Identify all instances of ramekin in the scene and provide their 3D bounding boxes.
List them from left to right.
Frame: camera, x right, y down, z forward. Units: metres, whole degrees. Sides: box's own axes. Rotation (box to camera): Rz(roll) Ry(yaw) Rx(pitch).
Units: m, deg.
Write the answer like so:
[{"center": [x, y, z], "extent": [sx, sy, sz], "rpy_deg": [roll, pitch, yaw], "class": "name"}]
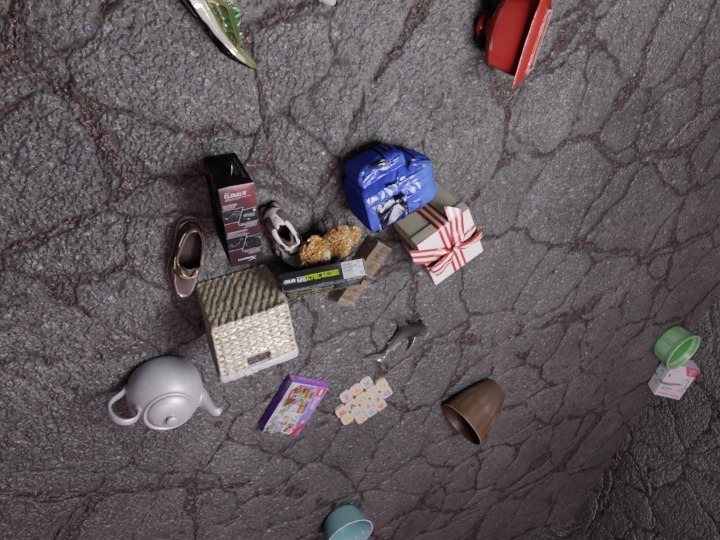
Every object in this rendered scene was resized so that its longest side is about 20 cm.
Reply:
[{"center": [1.478, 0.357, 2.524], "extent": [0.197, 0.098, 0.203], "rpy_deg": [-15, 129, -20], "class": "ramekin"}]

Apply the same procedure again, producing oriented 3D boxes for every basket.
[{"center": [-0.270, 0.119, 1.267], "extent": [0.195, 0.200, 0.163], "rpy_deg": [-17, 128, -17], "class": "basket"}]

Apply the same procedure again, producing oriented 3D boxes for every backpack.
[{"center": [0.075, -0.207, 1.254], "extent": [0.198, 0.163, 0.170], "rpy_deg": [-25, 129, -10], "class": "backpack"}]

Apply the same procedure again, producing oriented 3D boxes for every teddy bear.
[{"center": [-0.066, -0.050, 1.300], "extent": [0.144, 0.067, 0.200], "rpy_deg": [-39, 169, 16], "class": "teddy bear"}]

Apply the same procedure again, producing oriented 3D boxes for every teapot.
[{"center": [-0.482, 0.321, 1.326], "extent": [0.198, 0.146, 0.199], "rpy_deg": [-33, 133, -3], "class": "teapot"}]

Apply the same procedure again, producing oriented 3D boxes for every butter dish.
[{"center": [0.328, -0.526, 1.189], "extent": [0.200, 0.146, 0.202], "rpy_deg": [-47, 156, -56], "class": "butter dish"}]

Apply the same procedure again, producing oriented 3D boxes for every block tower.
[{"center": [0.000, 0.000, 1.434], "extent": [0.054, 0.058, 0.201], "rpy_deg": [22, 112, -39], "class": "block tower"}]

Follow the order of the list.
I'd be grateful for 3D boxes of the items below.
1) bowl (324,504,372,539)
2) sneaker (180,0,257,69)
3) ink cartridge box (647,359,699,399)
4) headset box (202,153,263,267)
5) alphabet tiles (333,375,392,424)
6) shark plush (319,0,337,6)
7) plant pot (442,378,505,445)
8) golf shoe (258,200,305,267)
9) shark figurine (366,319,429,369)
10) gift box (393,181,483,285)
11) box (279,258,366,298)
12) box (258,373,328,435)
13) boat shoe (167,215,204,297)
[{"center": [-0.062, 0.992, 2.088], "extent": [0.198, 0.105, 0.203], "rpy_deg": [-16, 129, -20], "class": "bowl"}, {"center": [-0.237, -0.452, 0.959], "extent": [0.089, 0.077, 0.200], "rpy_deg": [-46, 135, -4], "class": "sneaker"}, {"center": [1.552, 0.532, 2.669], "extent": [0.144, 0.083, 0.203], "rpy_deg": [12, 120, -3], "class": "ink cartridge box"}, {"center": [-0.265, -0.136, 1.116], "extent": [0.076, 0.149, 0.203], "rpy_deg": [-14, 128, -21], "class": "headset box"}, {"center": [0.011, 0.434, 1.785], "extent": [0.198, 0.015, 0.197], "rpy_deg": [-32, 133, -6], "class": "alphabet tiles"}, {"center": [-0.100, -0.553, 0.991], "extent": [0.196, 0.091, 0.085], "rpy_deg": [6, 102, -9], "class": "shark plush"}, {"center": [0.438, 0.502, 1.988], "extent": [0.199, 0.186, 0.188], "rpy_deg": [-38, 135, -18], "class": "plant pot"}, {"center": [-0.173, -0.065, 1.265], "extent": [0.077, 0.088, 0.201], "rpy_deg": [-35, 134, -4], "class": "golf shoe"}, {"center": [0.116, 0.197, 1.649], "extent": [0.214, 0.129, 0.089], "rpy_deg": [-38, 110, 24], "class": "shark figurine"}, {"center": [0.189, -0.097, 1.383], "extent": [0.184, 0.187, 0.200], "rpy_deg": [-39, 134, 1], "class": "gift box"}, {"center": [-0.089, 0.023, 1.292], "extent": [0.196, 0.193, 0.048], "rpy_deg": [-11, 85, -5], "class": "box"}, {"center": [-0.203, 0.409, 1.624], "extent": [0.136, 0.039, 0.202], "rpy_deg": [19, 111, -38], "class": "box"}, {"center": [-0.384, -0.019, 1.192], "extent": [0.071, 0.060, 0.203], "rpy_deg": [0, 122, -31], "class": "boat shoe"}]
